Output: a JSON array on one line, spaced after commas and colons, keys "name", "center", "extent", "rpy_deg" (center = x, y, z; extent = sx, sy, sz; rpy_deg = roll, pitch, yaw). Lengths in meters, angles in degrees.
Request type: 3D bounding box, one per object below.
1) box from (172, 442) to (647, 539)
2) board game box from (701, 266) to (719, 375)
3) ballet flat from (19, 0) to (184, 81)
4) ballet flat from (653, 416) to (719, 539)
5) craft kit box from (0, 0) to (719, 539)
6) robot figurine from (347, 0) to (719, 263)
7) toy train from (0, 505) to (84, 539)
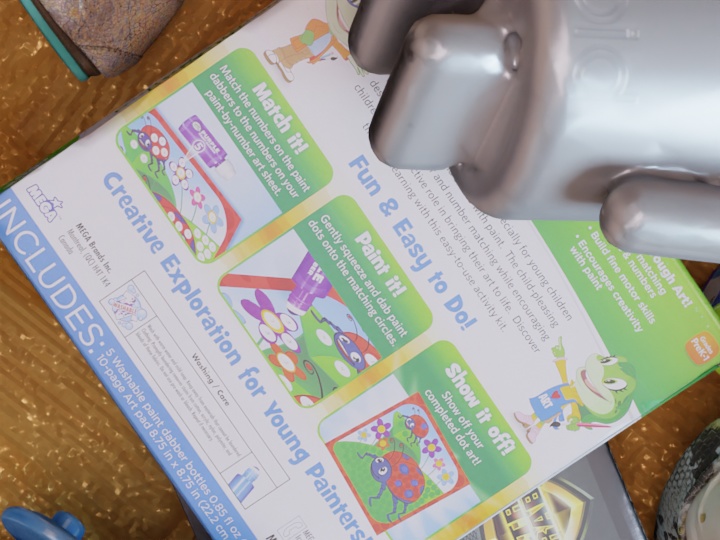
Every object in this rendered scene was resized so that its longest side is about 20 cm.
[{"name": "box", "center": [0.006, 0.058, 1.131], "extent": [0.159, 0.046, 0.200], "rpy_deg": [-21, 100, 4]}, {"name": "board game box", "center": [0.232, 0.014, 1.073], "extent": [0.134, 0.045, 0.200], "rpy_deg": [46, 130, -8]}, {"name": "ballet flat", "center": [-0.130, -0.157, 1.067], "extent": [0.067, 0.068, 0.200], "rpy_deg": [-36, 121, 5]}, {"name": "ballet flat", "center": [0.160, 0.075, 1.078], "extent": [0.072, 0.072, 0.200], "rpy_deg": [35, 131, -6]}, {"name": "craft kit box", "center": [0.000, 0.000, 1.076], "extent": [0.197, 0.049, 0.200], "rpy_deg": [-33, 97, 7]}, {"name": "robot figurine", "center": [0.100, -0.072, 0.997], "extent": [0.200, 0.113, 0.170], "rpy_deg": [0, 58, -18]}, {"name": "toy train", "center": [-0.078, 0.155, 1.086], "extent": [0.114, 0.200, 0.087], "rpy_deg": [47, 68, -35]}]
